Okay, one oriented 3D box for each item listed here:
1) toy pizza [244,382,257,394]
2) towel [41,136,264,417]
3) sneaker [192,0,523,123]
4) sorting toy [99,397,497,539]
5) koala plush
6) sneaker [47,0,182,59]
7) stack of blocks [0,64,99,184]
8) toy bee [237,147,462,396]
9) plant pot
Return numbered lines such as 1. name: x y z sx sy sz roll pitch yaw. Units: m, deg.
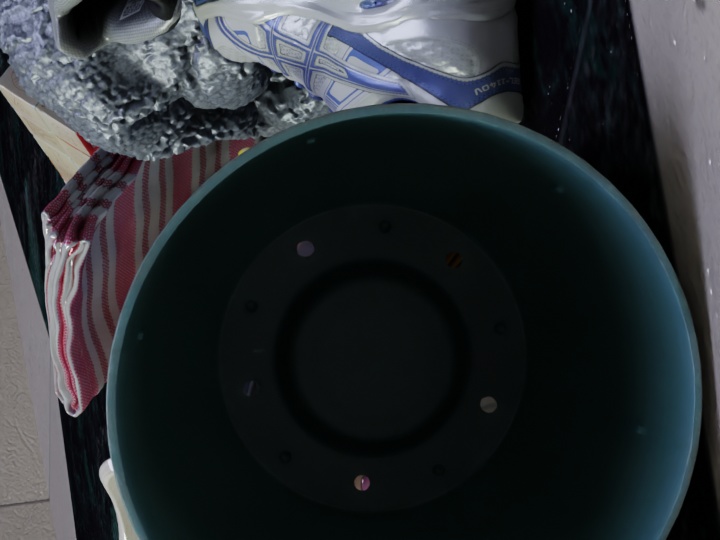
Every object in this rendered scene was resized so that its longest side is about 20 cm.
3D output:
1. toy pizza: -0.063 0.038 1.553 0.200 0.032 0.200 6 -90 -76
2. towel: -0.100 -0.033 1.499 0.200 0.030 0.146 -51 -23 -35
3. sneaker: -0.005 -0.089 1.207 0.200 0.075 0.088 3 107 59
4. sorting toy: -0.023 0.114 1.244 0.107 0.180 0.200 -110 18 -49
5. koala plush: -0.059 -0.150 1.363 0.200 0.184 0.177 -23 90 52
6. sneaker: -0.073 -0.165 1.228 0.200 0.075 0.116 -51 25 32
7. stack of blocks: -0.110 -0.086 1.554 0.059 0.115 0.200 32 167 25
8. toy bee: 0.000 0.000 1.164 0.200 0.131 0.109 -69 0 -52
9. plant pot: 0.009 0.039 1.032 0.161 0.200 0.201 -141 46 -84
